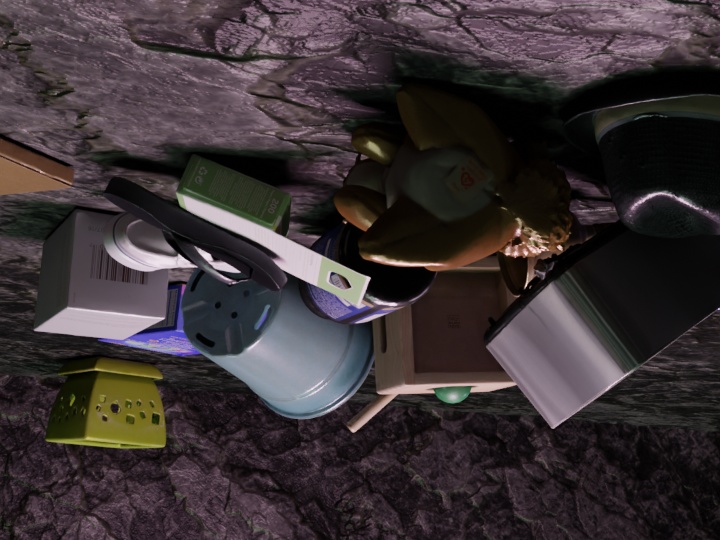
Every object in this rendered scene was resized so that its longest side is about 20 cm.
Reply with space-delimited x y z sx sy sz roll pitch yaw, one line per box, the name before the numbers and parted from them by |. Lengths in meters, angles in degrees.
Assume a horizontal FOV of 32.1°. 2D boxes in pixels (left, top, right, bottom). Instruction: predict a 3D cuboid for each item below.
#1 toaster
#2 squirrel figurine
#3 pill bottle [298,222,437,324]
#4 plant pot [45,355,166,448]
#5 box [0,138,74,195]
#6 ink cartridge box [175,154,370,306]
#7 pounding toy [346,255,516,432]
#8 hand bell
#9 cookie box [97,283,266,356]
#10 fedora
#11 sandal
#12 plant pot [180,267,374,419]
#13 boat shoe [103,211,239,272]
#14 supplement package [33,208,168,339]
toaster | 0.218 0.034 1.116 0.200 0.119 0.181 -30 167 -29
squirrel figurine | 0.075 -0.058 1.047 0.200 0.142 0.187 8 174 -13
pill bottle | 0.000 0.000 1.384 0.112 0.112 0.200 7 168 -19
plant pot | -0.544 0.286 2.702 0.199 0.182 0.200 12 165 -39
box | -0.397 -0.107 1.183 0.163 0.021 0.200 -3 167 26
ink cartridge box | -0.079 -0.037 1.232 0.200 0.048 0.146 22 167 1
pounding toy | 0.085 0.092 1.544 0.184 0.200 0.142 1 169 -18
hand bell | 0.246 -0.036 1.269 0.200 0.104 0.104 -7 170 -11
cookie box | -0.270 0.078 1.902 0.200 0.075 0.171 -8 164 43
fedora | 0.254 -0.077 0.999 0.200 0.092 0.201 3 168 1
sandal | -0.167 -0.026 1.240 0.200 0.043 0.076 29 168 -15
plant pot | -0.110 0.064 1.569 0.200 0.201 0.196 -4 158 29
boat shoe | -0.182 -0.038 1.376 0.200 0.074 0.065 -1 168 -40
supplement package | -0.308 0.010 1.488 0.117 0.118 0.200 7 167 -24
